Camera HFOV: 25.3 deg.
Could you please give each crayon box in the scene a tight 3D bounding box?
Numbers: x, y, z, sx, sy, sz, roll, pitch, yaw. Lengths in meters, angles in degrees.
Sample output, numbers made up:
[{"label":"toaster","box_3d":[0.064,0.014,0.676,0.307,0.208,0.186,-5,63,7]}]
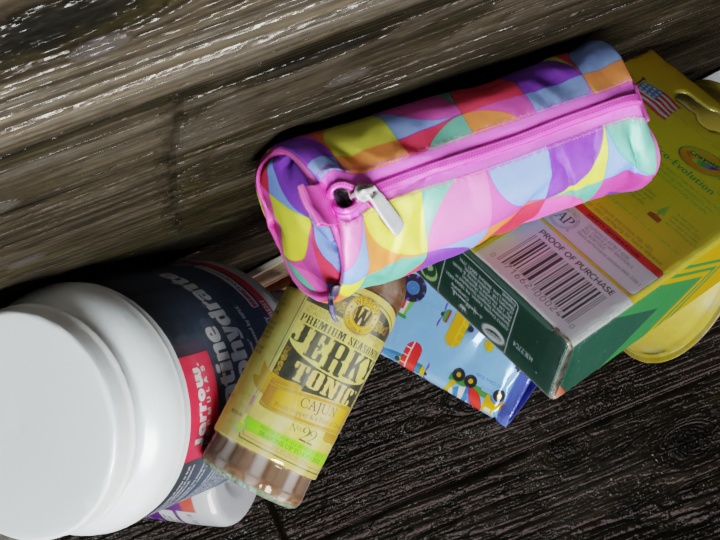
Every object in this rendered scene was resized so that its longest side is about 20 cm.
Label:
[{"label":"crayon box","box_3d":[0.131,-0.031,0.857,0.200,0.127,0.051,-30,150,-29]}]

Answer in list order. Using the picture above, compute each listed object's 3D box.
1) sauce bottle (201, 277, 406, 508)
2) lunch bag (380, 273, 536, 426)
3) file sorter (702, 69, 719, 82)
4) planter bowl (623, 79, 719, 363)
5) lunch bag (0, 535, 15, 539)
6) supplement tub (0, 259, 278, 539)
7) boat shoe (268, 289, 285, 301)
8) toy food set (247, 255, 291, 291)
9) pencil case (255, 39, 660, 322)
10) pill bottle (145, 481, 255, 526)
[{"label":"sauce bottle","box_3d":[-0.017,0.029,0.876,0.065,0.065,0.200,78,37,-86]},{"label":"lunch bag","box_3d":[0.069,0.002,1.038,0.094,0.150,0.200,-65,168,16]},{"label":"file sorter","box_3d":[0.288,-0.078,1.234,0.124,0.139,0.200,-22,177,-42]},{"label":"planter bowl","box_3d":[0.181,-0.042,1.105,0.083,0.201,0.200,11,163,-20]},{"label":"lunch bag","box_3d":[-0.345,0.213,1.591,0.164,0.118,0.200,-19,158,-28]},{"label":"supplement tub","box_3d":[-0.135,0.071,0.926,0.140,0.141,0.200,-24,176,26]},{"label":"boat shoe","box_3d":[-0.084,0.049,1.180,0.199,0.072,0.065,-4,-164,11]},{"label":"toy food set","box_3d":[0.000,0.000,1.244,0.200,0.061,0.143,-27,174,43]},{"label":"pencil case","box_3d":[0.048,-0.048,0.769,0.200,0.089,0.088,-22,176,-25]},{"label":"pill bottle","box_3d":[-0.175,0.115,1.129,0.199,0.112,0.111,4,-176,18]}]
